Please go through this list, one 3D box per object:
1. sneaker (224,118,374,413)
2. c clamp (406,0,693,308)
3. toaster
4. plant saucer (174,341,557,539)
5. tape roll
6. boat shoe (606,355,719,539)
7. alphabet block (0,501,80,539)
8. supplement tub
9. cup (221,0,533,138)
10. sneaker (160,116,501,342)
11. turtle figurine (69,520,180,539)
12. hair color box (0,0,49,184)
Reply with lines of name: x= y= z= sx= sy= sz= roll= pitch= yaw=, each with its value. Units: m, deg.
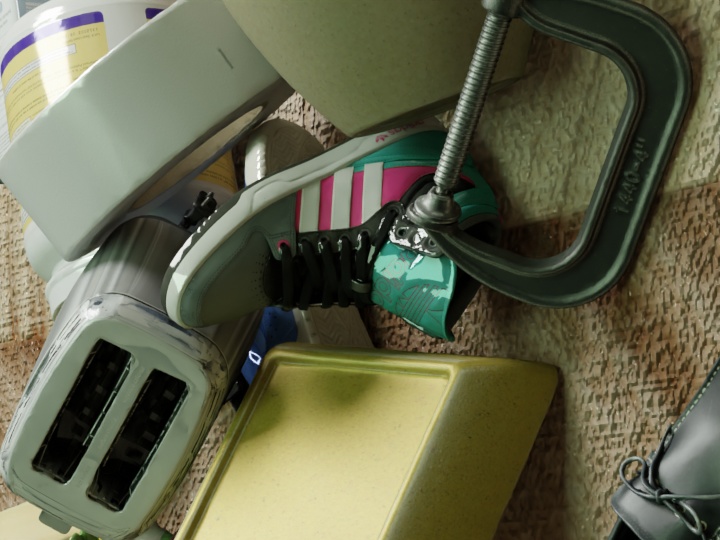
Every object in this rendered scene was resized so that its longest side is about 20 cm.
sneaker: x=-0.055 y=0.015 z=1.553 sx=0.111 sy=0.077 sz=0.201 roll=-31 pitch=68 yaw=43
c clamp: x=0.080 y=-0.081 z=1.297 sx=0.027 sy=0.170 sz=0.201 roll=-68 pitch=-10 yaw=-67
toaster: x=-0.131 y=0.062 z=1.465 sx=0.200 sy=0.113 sz=0.129 roll=-58 pitch=7 yaw=25
plant saucer: x=-0.015 y=0.117 z=1.370 sx=0.199 sy=0.048 sz=0.200 roll=2 pitch=57 yaw=39
tape roll: x=-0.116 y=-0.093 z=1.482 sx=0.071 sy=0.202 sz=0.202 roll=52 pitch=140 yaw=1
boat shoe: x=0.160 y=0.117 z=1.221 sx=0.075 sy=0.062 sz=0.201 roll=52 pitch=129 yaw=48
alphabet block: x=-0.228 y=0.291 z=1.640 sx=0.196 sy=0.199 sz=0.197 roll=81 pitch=165 yaw=-50
supplement tub: x=-0.156 y=-0.070 z=1.656 sx=0.145 sy=0.145 sz=0.201 roll=-36 pitch=58 yaw=51
cup: x=0.018 y=-0.155 z=1.366 sx=0.200 sy=0.200 sz=0.144 roll=-20 pitch=89 yaw=56
sneaker: x=0.000 y=0.000 z=1.385 sx=0.121 sy=0.200 sz=0.084 roll=44 pitch=154 yaw=34
turtle figurine: x=-0.071 y=0.174 z=1.493 sx=0.144 sy=0.193 sz=0.200 roll=-60 pitch=-20 yaw=-28
hair color box: x=-0.252 y=-0.175 z=1.895 sx=0.099 sy=0.060 sz=0.201 roll=-33 pitch=62 yaw=52
